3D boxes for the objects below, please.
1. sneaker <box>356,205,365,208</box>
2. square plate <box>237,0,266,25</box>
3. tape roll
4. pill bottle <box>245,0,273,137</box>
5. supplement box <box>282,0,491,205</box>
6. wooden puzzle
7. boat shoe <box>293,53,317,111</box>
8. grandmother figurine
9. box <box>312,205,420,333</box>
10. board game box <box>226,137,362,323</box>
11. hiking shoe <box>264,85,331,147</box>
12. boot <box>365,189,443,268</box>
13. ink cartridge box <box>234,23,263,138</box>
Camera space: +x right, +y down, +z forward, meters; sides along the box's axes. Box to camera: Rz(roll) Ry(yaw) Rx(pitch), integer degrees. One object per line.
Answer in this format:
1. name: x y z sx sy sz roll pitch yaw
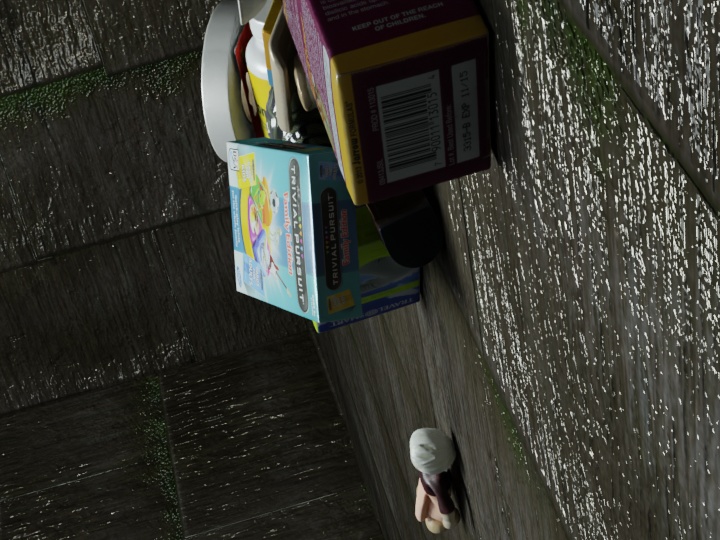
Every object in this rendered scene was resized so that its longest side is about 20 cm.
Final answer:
1. sneaker: 0.003 -0.080 1.667 0.083 0.071 0.200 50 168 8
2. square plate: -0.072 -0.351 1.319 0.199 0.028 0.201 92 -166 -64
3. tape roll: -0.146 -0.233 1.821 0.203 0.037 0.205 1 -90 -76
4. pill bottle: -0.075 -0.228 1.747 0.112 0.110 0.201 -111 8 -49
5. supplement box: 0.011 -0.167 0.995 0.131 0.102 0.201 81 171 -55
6. wooden puzzle: -0.061 -0.259 1.452 0.185 0.037 0.202 93 -169 -75
7. boat shoe: -0.017 -0.202 1.441 0.200 0.064 0.073 -62 -36 -70
8. grandmother figurine: 0.085 0.242 1.719 0.201 0.060 0.122 77 166 -58
9. box: 0.000 0.000 1.534 0.200 0.121 0.048 85 167 -65
10. board game box: -0.066 -0.043 1.395 0.200 0.047 0.153 16 112 63
11. hiking shoe: -0.042 -0.122 1.554 0.100 0.075 0.202 7 107 52
12. boot: 0.016 -0.106 1.309 0.097 0.074 0.201 -119 12 -58
13. ink cartridge box: -0.098 -0.265 1.837 0.201 0.050 0.163 -77 -18 -47
